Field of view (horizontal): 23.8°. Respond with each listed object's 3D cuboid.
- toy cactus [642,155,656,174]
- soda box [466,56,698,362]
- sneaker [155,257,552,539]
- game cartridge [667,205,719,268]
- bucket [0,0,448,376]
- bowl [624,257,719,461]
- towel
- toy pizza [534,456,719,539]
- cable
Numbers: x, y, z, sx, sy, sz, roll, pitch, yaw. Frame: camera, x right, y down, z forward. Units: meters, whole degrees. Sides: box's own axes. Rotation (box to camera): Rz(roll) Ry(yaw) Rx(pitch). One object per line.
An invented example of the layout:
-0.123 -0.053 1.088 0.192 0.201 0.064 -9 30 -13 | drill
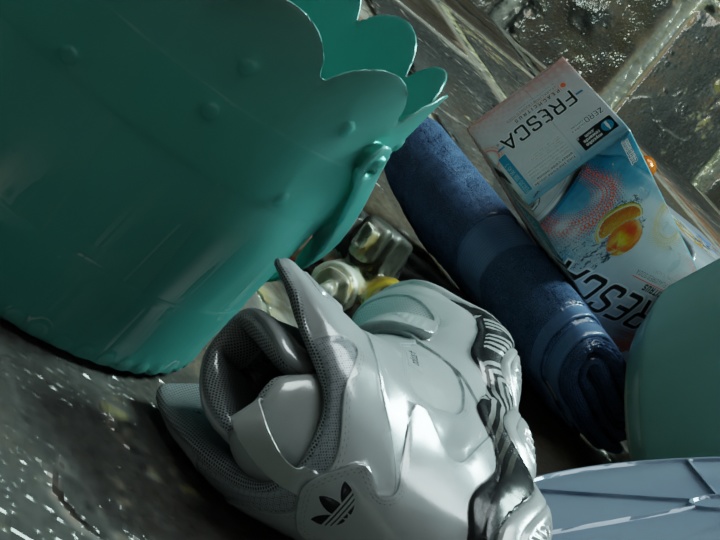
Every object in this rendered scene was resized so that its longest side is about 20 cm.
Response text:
0.235 0.002 1.370 0.200 0.102 0.166 42 20 -36 | toy cactus
0.129 -0.019 0.906 0.069 0.063 0.200 55 3 40 | soda box
-0.003 0.037 0.580 0.115 0.075 0.200 39 16 -21 | sneaker
0.373 -0.020 1.922 0.132 0.042 0.200 29 17 -26 | game cartridge
-0.084 -0.073 0.579 0.207 0.135 0.207 38 14 -11 | bucket
0.203 0.074 0.874 0.200 0.104 0.203 19 68 -57 | bowl
0.079 0.006 0.936 0.201 0.048 0.112 55 2 39 | towel
0.139 0.103 0.652 0.197 0.032 0.200 -3 3 0 | toy pizza
0.000 0.000 0.831 0.097 0.051 0.200 36 -1 14 | cable
